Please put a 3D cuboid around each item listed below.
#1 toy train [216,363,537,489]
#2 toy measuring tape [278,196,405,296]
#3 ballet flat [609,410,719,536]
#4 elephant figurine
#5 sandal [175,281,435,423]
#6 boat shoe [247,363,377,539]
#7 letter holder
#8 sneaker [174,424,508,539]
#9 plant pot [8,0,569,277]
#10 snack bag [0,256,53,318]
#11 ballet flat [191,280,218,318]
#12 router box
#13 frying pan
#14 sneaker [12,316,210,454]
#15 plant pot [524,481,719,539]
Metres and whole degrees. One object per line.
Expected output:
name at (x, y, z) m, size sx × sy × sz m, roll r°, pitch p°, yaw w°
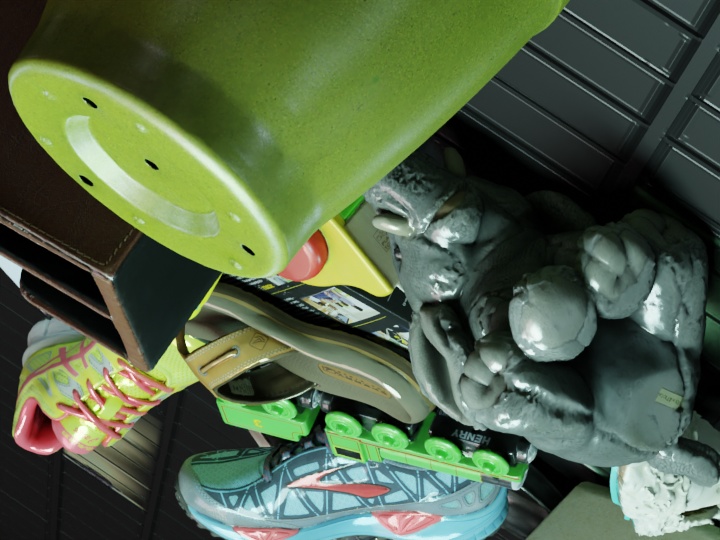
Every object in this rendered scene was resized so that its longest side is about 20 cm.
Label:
toy train at (0.007, 0.086, 1.560) m, size 0.200 × 0.042 × 0.056 m, roll 14°, pitch 148°, yaw 20°
toy measuring tape at (0.000, 0.000, 1.400) m, size 0.200 × 0.074 × 0.074 m, roll 50°, pitch 158°, yaw -15°
ballet flat at (0.167, 0.101, 1.431) m, size 0.072 × 0.072 × 0.200 m, roll 31°, pitch 176°, yaw 12°
elephant figurine at (0.071, 0.006, 1.329) m, size 0.141 × 0.155 × 0.200 m, roll -4°, pitch -160°, yaw -34°
sandal at (-0.054, 0.051, 1.523) m, size 0.200 × 0.054 × 0.080 m, roll 21°, pitch 165°, yaw 20°
boat shoe at (0.008, 0.132, 1.719) m, size 0.063 × 0.073 × 0.200 m, roll -11°, pitch 128°, yaw 50°
letter holder at (-0.103, -0.083, 1.247) m, size 0.142 × 0.200 × 0.101 m, roll 29°, pitch 161°, yaw 18°
sneaker at (-0.011, 0.108, 1.635) m, size 0.200 × 0.079 × 0.096 m, roll -2°, pitch 125°, yaw -4°
plant pot at (-0.031, -0.108, 1.075) m, size 0.200 × 0.193 × 0.200 m, roll 31°, pitch 161°, yaw 12°
snack bag at (-0.126, -0.002, 1.682) m, size 0.200 × 0.021 × 0.189 m, roll -10°, pitch 135°, yaw 33°
ballet flat at (-0.148, -0.017, 1.486) m, size 0.200 × 0.067 × 0.067 m, roll 17°, pitch -174°, yaw 42°
router box at (-0.021, 0.008, 1.535) m, size 0.149 × 0.051 × 0.200 m, roll 30°, pitch 164°, yaw -16°
frying pan at (0.085, 0.147, 1.752) m, size 0.115 × 0.031 × 0.190 m, roll 35°, pitch 164°, yaw 9°
sneaker at (-0.147, 0.069, 1.669) m, size 0.078 × 0.090 × 0.200 m, roll 32°, pitch 151°, yaw -23°
plant pot at (0.161, 0.246, 1.641) m, size 0.177 × 0.200 × 0.200 m, roll 37°, pitch 165°, yaw 27°
